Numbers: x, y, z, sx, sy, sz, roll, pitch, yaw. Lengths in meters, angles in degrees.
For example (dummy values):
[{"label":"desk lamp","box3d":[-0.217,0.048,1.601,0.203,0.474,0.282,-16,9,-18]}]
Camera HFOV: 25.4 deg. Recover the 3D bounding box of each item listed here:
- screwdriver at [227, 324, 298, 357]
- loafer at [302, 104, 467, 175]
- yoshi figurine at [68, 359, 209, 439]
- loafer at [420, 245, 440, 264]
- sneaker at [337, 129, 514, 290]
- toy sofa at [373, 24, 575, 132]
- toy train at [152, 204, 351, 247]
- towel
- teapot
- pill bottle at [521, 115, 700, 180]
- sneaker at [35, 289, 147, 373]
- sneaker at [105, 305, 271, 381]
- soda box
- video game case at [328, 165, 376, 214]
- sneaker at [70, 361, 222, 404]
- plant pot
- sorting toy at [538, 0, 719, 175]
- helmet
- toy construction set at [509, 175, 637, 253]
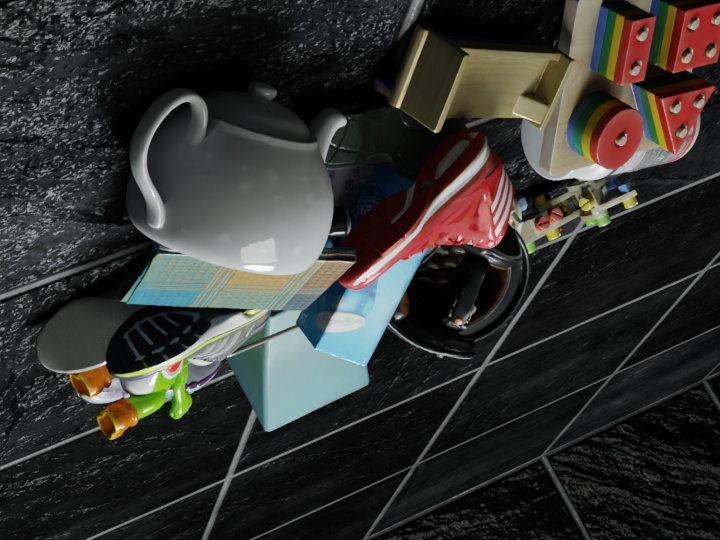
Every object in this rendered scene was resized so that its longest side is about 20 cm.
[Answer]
[{"label":"screwdriver","box3d":[-0.059,0.052,1.721,0.198,0.029,0.028,-17,-172,-26]},{"label":"loafer","box3d":[0.017,-0.135,1.573,0.198,0.063,0.073,-2,105,-36]},{"label":"yoshi figurine","box3d":[-0.217,0.095,1.751,0.199,0.112,0.113,-35,141,-24]},{"label":"loafer","box3d":[0.000,0.000,1.707,0.198,0.073,0.063,-19,-155,-10]},{"label":"sneaker","box3d":[0.076,-0.032,1.574,0.200,0.078,0.116,-42,125,4]},{"label":"toy sofa","box3d":[0.111,-0.195,1.570,0.199,0.097,0.083,-7,127,-49]},{"label":"toy train","box3d":[-0.109,-0.026,1.597,0.197,0.088,0.115,-6,150,-9]},{"label":"towel","box3d":[-0.120,0.005,1.526,0.198,0.022,0.147,2,159,-25]},{"label":"teapot","box3d":[-0.107,-0.092,1.392,0.195,0.200,0.148,14,104,-12]},{"label":"pill bottle","box3d":[0.284,-0.166,1.823,0.198,0.115,0.114,-14,157,-37]},{"label":"sneaker","box3d":[-0.246,0.049,1.687,0.199,0.076,0.089,-29,174,-4]},{"label":"sneaker","box3d":[-0.168,0.069,1.641,0.198,0.074,0.081,-24,145,-23]},{"label":"soda box","box3d":[0.013,-0.009,1.640,0.067,0.064,0.202,20,104,-30]},{"label":"video game case","box3d":[0.004,-0.095,1.657,0.198,0.019,0.144,-19,141,-12]},{"label":"sneaker","box3d":[-0.230,0.099,1.829,0.199,0.075,0.088,-13,151,-39]},{"label":"plant pot","box3d":[-0.082,0.055,1.835,0.140,0.142,0.201,-24,150,-14]},{"label":"sorting toy","box3d":[0.295,-0.200,1.672,0.198,0.069,0.201,-17,127,-34]},{"label":"helmet","box3d":[0.098,0.000,1.854,0.199,0.201,0.191,-33,-173,12]},{"label":"toy construction set","box3d":[0.242,-0.074,2.037,0.198,0.093,0.131,-12,-179,-24]}]
